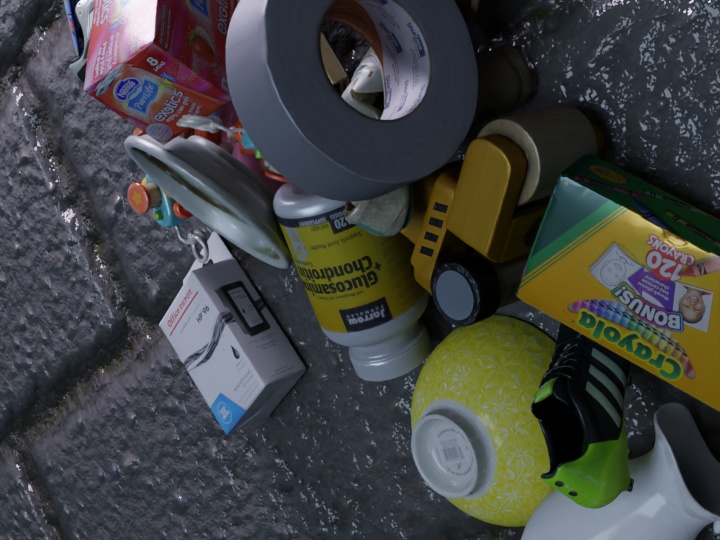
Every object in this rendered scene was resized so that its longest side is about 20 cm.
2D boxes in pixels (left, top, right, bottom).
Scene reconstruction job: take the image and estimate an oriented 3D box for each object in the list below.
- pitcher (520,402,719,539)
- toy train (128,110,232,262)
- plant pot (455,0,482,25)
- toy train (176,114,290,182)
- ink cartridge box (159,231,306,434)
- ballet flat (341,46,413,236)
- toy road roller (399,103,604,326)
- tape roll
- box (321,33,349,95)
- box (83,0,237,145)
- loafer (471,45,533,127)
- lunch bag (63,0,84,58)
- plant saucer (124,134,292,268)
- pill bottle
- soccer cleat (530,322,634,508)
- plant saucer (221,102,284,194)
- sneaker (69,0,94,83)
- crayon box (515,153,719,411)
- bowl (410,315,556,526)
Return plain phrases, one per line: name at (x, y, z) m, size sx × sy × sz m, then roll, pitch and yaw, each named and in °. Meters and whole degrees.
pitcher at (0.241, 0.232, 1.026) m, size 0.172 × 0.121 × 0.200 m, roll 47°, pitch 123°, yaw 7°
toy train at (-0.202, -0.107, 1.324) m, size 0.150 × 0.055 × 0.201 m, roll 46°, pitch 138°, yaw 36°
plant pot at (0.025, -0.294, 1.036) m, size 0.199 × 0.093 × 0.201 m, roll 23°, pitch 161°, yaw 8°
toy train at (-0.077, -0.106, 1.101) m, size 0.149 × 0.200 × 0.056 m, roll 1°, pitch 94°, yaw 18°
ink cartridge box at (-0.160, 0.070, 1.414) m, size 0.201 × 0.067 × 0.116 m, roll 55°, pitch 136°, yaw 17°
ballet flat at (0.012, -0.127, 1.050) m, size 0.067 × 0.062 × 0.202 m, roll -39°, pitch 47°, yaw 54°
toy road roller at (0.102, -0.063, 1.048) m, size 0.146 × 0.122 × 0.201 m, roll 40°, pitch 131°, yaw 31°
tape roll at (-0.004, -0.159, 0.969) m, size 0.066 × 0.199 × 0.202 m, roll -17°, pitch 92°, yaw 55°
box at (-0.064, -0.234, 1.169) m, size 0.201 × 0.021 × 0.164 m, roll 61°, pitch 175°, yaw 10°
box at (-0.178, -0.231, 1.122) m, size 0.095 × 0.099 × 0.202 m, roll -27°, pitch 48°, yaw 31°
loafer at (0.063, -0.145, 1.099) m, size 0.199 × 0.067 × 0.077 m, roll -26°, pitch 85°, yaw 48°
lunch bag at (-0.297, -0.307, 1.369) m, size 0.151 × 0.093 × 0.201 m, roll -109°, pitch 24°, yaw -49°
plant saucer at (-0.137, -0.080, 1.200) m, size 0.199 × 0.050 × 0.200 m, roll 35°, pitch 171°, yaw 7°
pill bottle at (0.000, 0.000, 1.171) m, size 0.111 × 0.112 × 0.201 m, roll 4°, pitch 123°, yaw 46°
soccer cleat at (0.177, 0.094, 0.996) m, size 0.067 × 0.081 × 0.201 m, roll -39°, pitch 35°, yaw 40°
plant saucer at (-0.091, -0.115, 1.279) m, size 0.200 × 0.051 × 0.203 m, roll 24°, pitch 122°, yaw 45°
sneaker at (-0.250, -0.278, 1.257) m, size 0.087 × 0.076 × 0.202 m, roll 21°, pitch 106°, yaw 15°
crayon box at (0.232, 0.010, 0.953) m, size 0.199 × 0.058 × 0.120 m, roll 30°, pitch 126°, yaw 19°
bowl at (0.110, 0.152, 1.131) m, size 0.199 × 0.107 × 0.202 m, roll 19°, pitch 118°, yaw 42°
